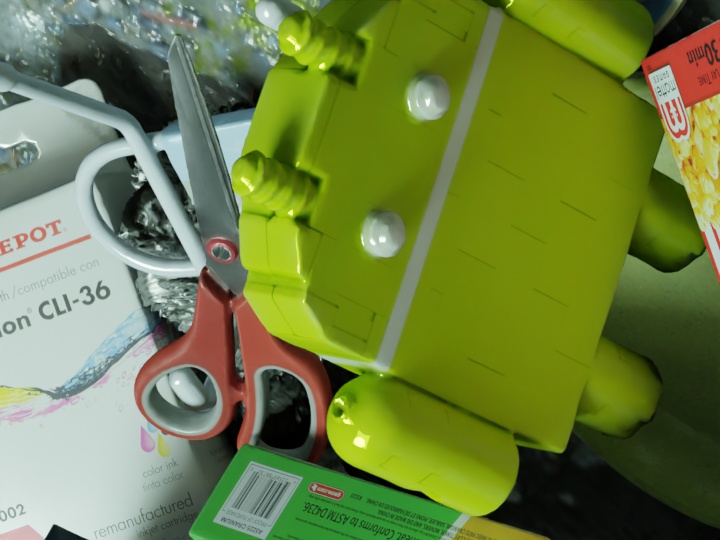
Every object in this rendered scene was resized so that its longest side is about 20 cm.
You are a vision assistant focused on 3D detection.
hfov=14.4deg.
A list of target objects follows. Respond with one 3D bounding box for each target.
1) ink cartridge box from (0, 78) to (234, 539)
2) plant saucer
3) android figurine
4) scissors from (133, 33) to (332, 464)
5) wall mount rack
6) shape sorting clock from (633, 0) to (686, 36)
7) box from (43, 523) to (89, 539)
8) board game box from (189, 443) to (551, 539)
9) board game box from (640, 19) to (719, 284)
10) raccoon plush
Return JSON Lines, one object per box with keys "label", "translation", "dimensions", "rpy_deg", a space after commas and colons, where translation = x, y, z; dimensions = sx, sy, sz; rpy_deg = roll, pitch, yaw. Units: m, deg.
{"label": "ink cartridge box", "translation": [-0.130, 0.034, 1.147], "dimensions": [0.116, 0.067, 0.201], "rpy_deg": [-20, 89, 12]}
{"label": "plant saucer", "translation": [0.134, 0.009, 1.031], "dimensions": [0.199, 0.031, 0.201], "rpy_deg": [24, 136, 25]}
{"label": "android figurine", "translation": [0.036, -0.019, 0.921], "dimensions": [0.041, 0.183, 0.200], "rpy_deg": [8, 164, 48]}
{"label": "scissors", "translation": [-0.038, 0.000, 0.965], "dimensions": [0.073, 0.014, 0.201], "rpy_deg": [16, 137, 7]}
{"label": "wall mount rack", "translation": [-0.036, -0.034, 0.985], "dimensions": [0.199, 0.075, 0.174], "rpy_deg": [-9, 127, 28]}
{"label": "shape sorting clock", "translation": [0.036, -0.156, 0.975], "dimensions": [0.199, 0.039, 0.201], "rpy_deg": [24, 135, 26]}
{"label": "box", "translation": [-0.043, 0.184, 1.096], "dimensions": [0.158, 0.046, 0.200], "rpy_deg": [22, 156, 20]}
{"label": "board game box", "translation": [0.051, 0.146, 1.016], "dimensions": [0.152, 0.040, 0.200], "rpy_deg": [13, 153, 46]}
{"label": "board game box", "translation": [0.162, 0.011, 0.872], "dimensions": [0.151, 0.046, 0.201], "rpy_deg": [155, 95, -76]}
{"label": "raccoon plush", "translation": [0.000, 0.000, 1.110], "dimensions": [0.133, 0.097, 0.201], "rpy_deg": [-4, 127, 36]}
